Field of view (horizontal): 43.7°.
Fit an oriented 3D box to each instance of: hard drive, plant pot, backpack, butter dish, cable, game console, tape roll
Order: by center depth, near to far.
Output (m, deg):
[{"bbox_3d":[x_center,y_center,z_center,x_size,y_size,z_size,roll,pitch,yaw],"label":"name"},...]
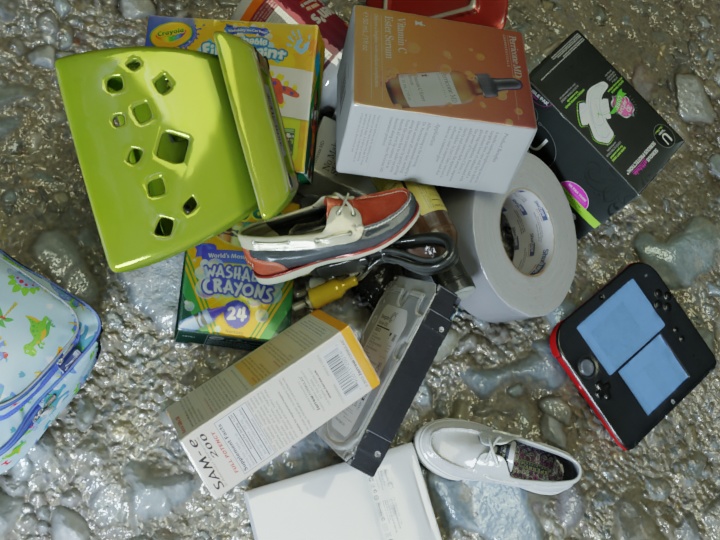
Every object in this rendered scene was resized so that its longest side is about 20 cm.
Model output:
[{"bbox_3d":[-0.369,0.086,0.864,0.182,0.147,0.201,33,67,-1],"label":"backpack"},{"bbox_3d":[-0.164,-0.124,0.885,0.178,0.199,0.203,-15,96,2],"label":"plant pot"},{"bbox_3d":[0.025,0.104,0.953,0.038,0.139,0.202,30,85,-18],"label":"hard drive"},{"bbox_3d":[-0.015,0.278,0.973,0.197,0.025,0.134,-12,75,-21],"label":"hard drive"},{"bbox_3d":[0.015,-0.012,0.984,0.197,0.051,0.098,-10,45,16],"label":"cable"},{"bbox_3d":[0.178,-0.041,1.085,0.198,0.066,0.204,10,75,-40],"label":"tape roll"},{"bbox_3d":[0.351,0.103,1.151,0.199,0.031,0.178,-34,83,-24],"label":"game console"},{"bbox_3d":[0.117,-0.342,1.183,0.197,0.148,0.203,-8,66,27],"label":"butter dish"}]

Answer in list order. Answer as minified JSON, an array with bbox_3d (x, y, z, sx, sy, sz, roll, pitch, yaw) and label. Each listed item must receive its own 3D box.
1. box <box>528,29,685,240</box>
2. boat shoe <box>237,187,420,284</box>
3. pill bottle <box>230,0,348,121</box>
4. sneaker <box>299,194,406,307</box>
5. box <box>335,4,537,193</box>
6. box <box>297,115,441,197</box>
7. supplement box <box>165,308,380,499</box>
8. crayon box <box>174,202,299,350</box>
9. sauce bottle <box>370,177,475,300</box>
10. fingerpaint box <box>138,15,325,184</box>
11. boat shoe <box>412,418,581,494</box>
[{"bbox_3d":[0.282,-0.172,1.162,0.200,0.149,0.124,47,63,3],"label":"box"},{"bbox_3d":[-0.033,-0.048,0.958,0.197,0.063,0.072,-20,35,2],"label":"boat shoe"},{"bbox_3d":[-0.058,-0.267,1.110,0.200,0.110,0.110,41,64,0],"label":"pill bottle"},{"bbox_3d":[0.000,0.001,1.059,0.102,0.060,0.203,-14,96,5],"label":"sneaker"},{"bbox_3d":[0.077,-0.187,0.985,0.196,0.107,0.154,6,54,-9],"label":"box"},{"bbox_3d":[0.023,-0.102,1.099,0.197,0.068,0.083,24,65,-9],"label":"box"},{"bbox_3d":[-0.092,0.130,0.920,0.198,0.126,0.074,-33,104,-12],"label":"supplement box"},{"bbox_3d":[-0.138,-0.015,1.026,0.124,0.052,0.203,8,68,-15],"label":"crayon box"},{"bbox_3d":[0.068,-0.057,1.011,0.064,0.065,0.202,-15,68,-22],"label":"sauce bottle"},{"bbox_3d":[-0.146,-0.193,1.022,0.196,0.073,0.170,4,85,6],"label":"fingerpaint box"},{"bbox_3d":[0.159,0.215,1.028,0.197,0.069,0.073,22,66,-9],"label":"boat shoe"}]
